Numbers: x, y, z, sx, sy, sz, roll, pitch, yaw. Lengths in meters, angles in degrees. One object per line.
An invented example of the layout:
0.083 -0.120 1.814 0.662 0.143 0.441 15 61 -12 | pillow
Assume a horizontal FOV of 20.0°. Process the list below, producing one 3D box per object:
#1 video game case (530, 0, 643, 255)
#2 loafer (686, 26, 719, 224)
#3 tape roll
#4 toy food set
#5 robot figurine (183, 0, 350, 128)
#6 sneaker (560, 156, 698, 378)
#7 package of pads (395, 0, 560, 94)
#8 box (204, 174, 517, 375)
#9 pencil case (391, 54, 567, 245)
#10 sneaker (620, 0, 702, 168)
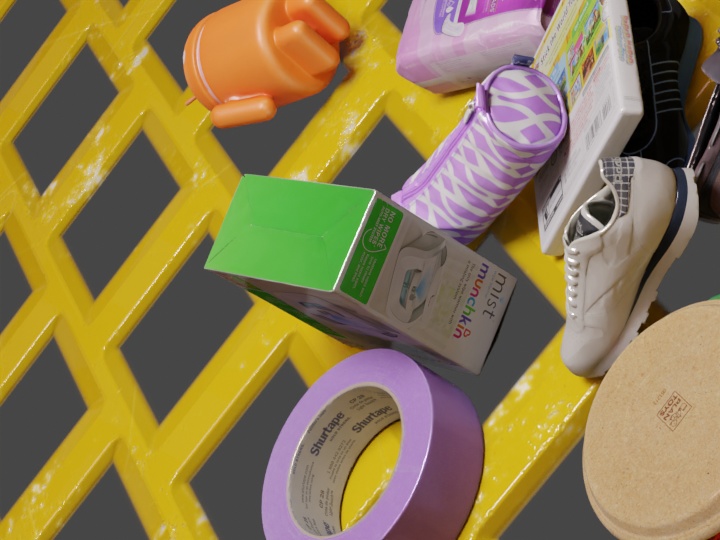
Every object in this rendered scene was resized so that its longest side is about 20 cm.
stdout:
0.177 -0.141 1.655 0.201 0.023 0.183 113 158 -55 | video game case
0.275 -0.130 1.515 0.072 0.062 0.202 -52 -30 -74 | loafer
0.008 0.169 1.695 0.199 0.065 0.202 -30 45 35 | tape roll
0.239 0.108 1.469 0.197 0.048 0.201 20 81 55 | toy food set
-0.102 -0.219 2.073 0.199 0.116 0.145 -14 85 45 | robot figurine
0.183 -0.004 1.546 0.077 0.080 0.201 -101 26 -51 | sneaker
0.126 -0.234 1.841 0.199 0.075 0.122 -9 61 48 | package of pads
0.000 0.000 1.732 0.199 0.176 0.097 10 73 53 | box
0.099 -0.092 1.701 0.200 0.085 0.085 125 141 -56 | pencil case
0.226 -0.140 1.645 0.070 0.078 0.202 -20 50 41 | sneaker
